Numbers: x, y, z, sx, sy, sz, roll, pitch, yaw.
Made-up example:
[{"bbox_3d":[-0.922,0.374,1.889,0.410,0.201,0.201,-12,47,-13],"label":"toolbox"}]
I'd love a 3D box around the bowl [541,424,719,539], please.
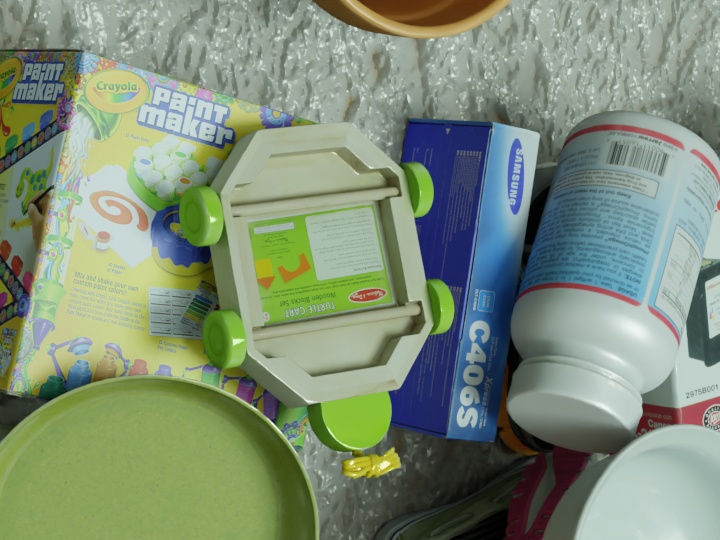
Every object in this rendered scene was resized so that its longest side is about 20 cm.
[{"bbox_3d":[0.174,0.198,1.405,0.200,0.090,0.203,6,80,-37],"label":"bowl"}]

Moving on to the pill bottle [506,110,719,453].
[{"bbox_3d":[0.157,0.008,1.440,0.109,0.108,0.201,36,60,-32],"label":"pill bottle"}]

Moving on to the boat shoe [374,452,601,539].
[{"bbox_3d":[0.102,0.177,1.537,0.199,0.062,0.073,-19,105,-32],"label":"boat shoe"}]

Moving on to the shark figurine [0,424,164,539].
[{"bbox_3d":[-0.199,0.128,1.278,0.213,0.128,0.090,18,78,-35],"label":"shark figurine"}]

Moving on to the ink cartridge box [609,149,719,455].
[{"bbox_3d":[0.244,0.025,1.608,0.145,0.083,0.202,-14,103,-33],"label":"ink cartridge box"}]

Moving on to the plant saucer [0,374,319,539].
[{"bbox_3d":[-0.122,0.147,1.257,0.198,0.031,0.202,-3,109,-9],"label":"plant saucer"}]

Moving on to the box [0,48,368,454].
[{"bbox_3d":[-0.123,-0.011,1.325,0.199,0.122,0.194,15,86,-34],"label":"box"}]

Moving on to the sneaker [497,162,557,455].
[{"bbox_3d":[0.137,0.028,1.539,0.078,0.077,0.202,-6,97,-32],"label":"sneaker"}]

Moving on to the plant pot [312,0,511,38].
[{"bbox_3d":[0.002,-0.243,1.379,0.199,0.140,0.202,-5,98,-35],"label":"plant pot"}]

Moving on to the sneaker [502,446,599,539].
[{"bbox_3d":[0.118,0.211,1.460,0.088,0.081,0.201,45,67,-20],"label":"sneaker"}]

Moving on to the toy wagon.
[{"bbox_3d":[-0.020,0.019,1.277,0.154,0.039,0.202,-8,85,-33],"label":"toy wagon"}]

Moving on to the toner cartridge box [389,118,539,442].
[{"bbox_3d":[0.059,0.005,1.471,0.043,0.095,0.202,9,90,-35],"label":"toner cartridge box"}]
